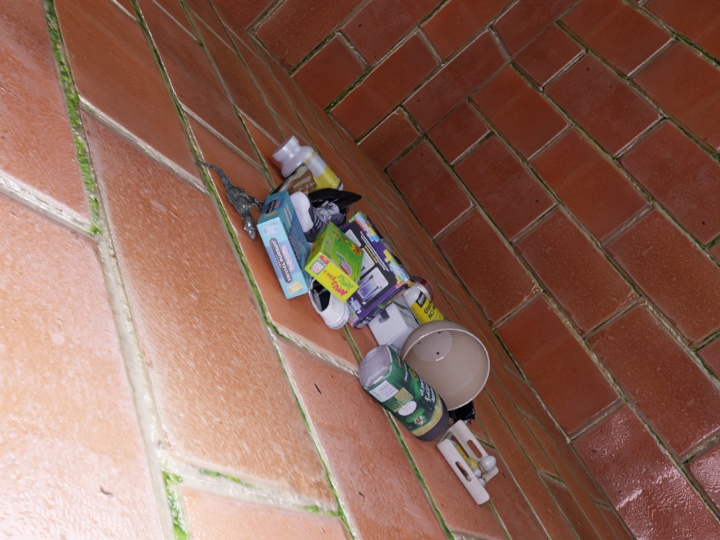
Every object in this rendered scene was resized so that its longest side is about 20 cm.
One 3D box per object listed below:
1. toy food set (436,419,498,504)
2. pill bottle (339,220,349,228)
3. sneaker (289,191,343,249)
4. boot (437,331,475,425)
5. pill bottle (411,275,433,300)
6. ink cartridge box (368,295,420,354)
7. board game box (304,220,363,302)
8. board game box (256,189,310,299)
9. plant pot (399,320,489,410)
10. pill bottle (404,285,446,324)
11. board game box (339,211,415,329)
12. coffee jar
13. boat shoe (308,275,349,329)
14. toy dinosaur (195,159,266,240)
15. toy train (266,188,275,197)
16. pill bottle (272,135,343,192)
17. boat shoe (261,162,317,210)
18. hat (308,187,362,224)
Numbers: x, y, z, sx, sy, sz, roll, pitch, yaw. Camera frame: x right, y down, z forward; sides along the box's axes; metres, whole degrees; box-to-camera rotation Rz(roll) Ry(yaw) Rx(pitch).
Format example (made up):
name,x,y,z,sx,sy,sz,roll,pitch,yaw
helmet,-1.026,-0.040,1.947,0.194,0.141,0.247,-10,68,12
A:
name,x,y,z,sx,sy,sz,roll,pitch,yaw
toy food set,0.238,0.402,1.486,0.144,0.060,0.200,54,12,11
pill bottle,-0.026,-0.063,1.760,0.113,0.112,0.200,50,11,-3
sneaker,-0.098,-0.124,1.500,0.075,0.113,0.201,45,-21,21
boot,0.214,0.260,1.656,0.163,0.072,0.201,-111,-174,-75
pill bottle,0.155,0.076,2.017,0.113,0.113,0.200,51,12,0
ink cartridge box,0.072,0.110,1.676,0.144,0.083,0.201,36,20,-52
board game box,-0.049,-0.022,1.391,0.101,0.048,0.200,42,18,-12
board game box,-0.143,-0.056,1.341,0.200,0.046,0.153,-94,164,-70
plant pot,0.172,0.191,1.544,0.200,0.200,0.135,46,9,-21
pill bottle,0.142,0.114,1.855,0.200,0.112,0.113,48,12,-14
board game box,0.000,0.000,1.537,0.201,0.165,0.057,55,15,21
coffee jar,0.088,0.241,1.344,0.200,0.085,0.105,46,13,-26
boat shoe,-0.078,0.031,1.405,0.066,0.071,0.201,46,20,-41
toy dinosaur,-0.242,-0.146,1.373,0.201,0.047,0.088,52,18,17
toy train,-0.148,-0.109,1.619,0.200,0.042,0.056,49,25,-7
pill bottle,-0.149,-0.271,1.919,0.200,0.112,0.112,47,12,-18
boat shoe,-0.151,-0.174,1.578,0.074,0.075,0.201,46,40,-11
hat,-0.087,-0.145,1.749,0.201,0.198,0.082,-97,179,-68
